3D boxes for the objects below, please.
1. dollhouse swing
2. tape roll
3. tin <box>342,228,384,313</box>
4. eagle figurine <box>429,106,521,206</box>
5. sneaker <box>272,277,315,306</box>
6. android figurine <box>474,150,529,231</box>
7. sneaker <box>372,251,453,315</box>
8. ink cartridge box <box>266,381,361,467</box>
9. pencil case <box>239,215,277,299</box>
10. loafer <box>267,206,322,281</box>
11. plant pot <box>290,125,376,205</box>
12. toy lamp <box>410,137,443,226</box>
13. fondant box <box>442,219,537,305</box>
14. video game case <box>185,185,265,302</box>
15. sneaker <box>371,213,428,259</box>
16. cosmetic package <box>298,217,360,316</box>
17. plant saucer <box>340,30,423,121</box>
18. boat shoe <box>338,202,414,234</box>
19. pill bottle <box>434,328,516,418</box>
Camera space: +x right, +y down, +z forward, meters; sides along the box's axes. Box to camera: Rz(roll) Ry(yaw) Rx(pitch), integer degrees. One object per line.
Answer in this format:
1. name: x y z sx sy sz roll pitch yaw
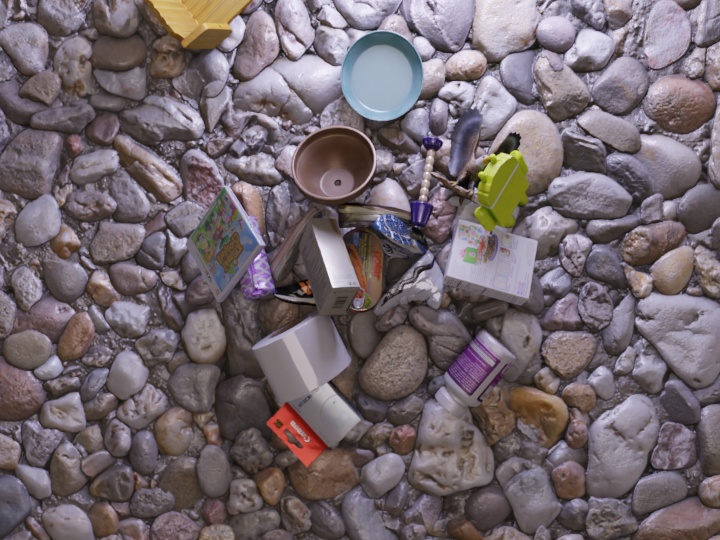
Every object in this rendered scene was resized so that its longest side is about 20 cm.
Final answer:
1. dollhouse swing: -0.365 -0.640 1.402 0.175 0.182 0.202 -36 93 26
2. tape roll: -0.137 0.194 1.458 0.199 0.203 0.141 -27 95 5
3. tin: 0.000 0.000 1.476 0.109 0.042 0.205 4 73 1
4. eagle figurine: 0.269 -0.251 1.444 0.152 0.149 0.203 49 61 -42
5. sneaker: -0.113 0.038 1.513 0.195 0.070 0.093 5 82 2
6. android figurine: 0.320 -0.182 1.407 0.041 0.199 0.184 27 83 41
7. sneaker: 0.127 0.062 1.493 0.200 0.075 0.115 -44 94 8
8. ink cartridge box: -0.118 0.375 1.553 0.200 0.047 0.160 -44 93 4
9. pencil case: -0.262 -0.029 1.478 0.082 0.085 0.205 -18 81 6
10. loafer: -0.167 -0.072 1.498 0.062 0.072 0.202 35 100 19
11. plant pot: -0.057 -0.225 1.443 0.195 0.093 0.205 -3 63 6
12. toy lamp: 0.152 -0.205 1.450 0.057 0.058 0.205 8 83 2
13. fondant box: 0.304 -0.019 1.459 0.195 0.058 0.147 16 71 0
14. video game case: -0.321 -0.061 1.459 0.200 0.022 0.184 -47 66 28
15. sneaker: 0.079 -0.063 1.435 0.084 0.198 0.078 -32 59 25
16. cosmetic package: -0.073 -0.010 1.404 0.070 0.106 0.203 -1 53 -26
17. plant saucer: 0.050 -0.453 1.461 0.194 0.036 0.206 0 97 3
18. boat shoe: 0.039 -0.119 1.472 0.195 0.073 0.066 7 104 -13
19. pill bottle: 0.270 0.250 1.489 0.112 0.112 0.201 39 96 -2
